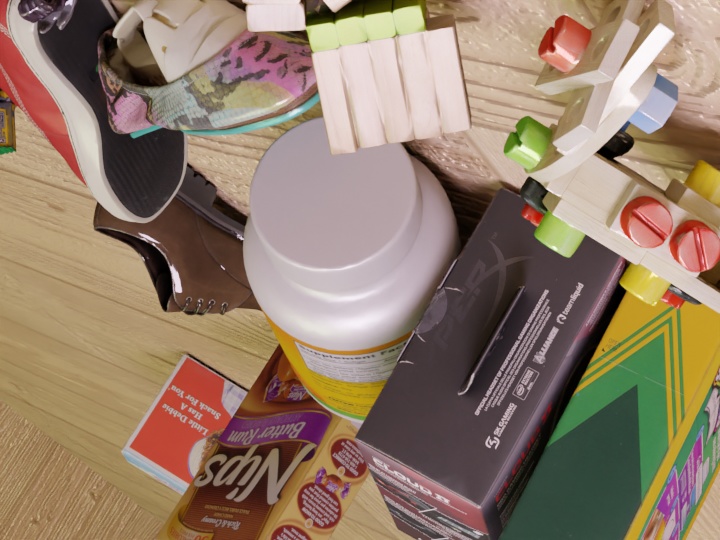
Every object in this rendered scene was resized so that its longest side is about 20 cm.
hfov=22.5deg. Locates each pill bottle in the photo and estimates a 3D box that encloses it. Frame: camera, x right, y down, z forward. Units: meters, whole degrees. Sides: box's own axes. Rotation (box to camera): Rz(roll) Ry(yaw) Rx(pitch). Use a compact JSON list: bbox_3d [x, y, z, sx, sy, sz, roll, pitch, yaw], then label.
[{"bbox_3d":[0.000,0.000,0.949,0.111,0.111,0.200,27,164,18],"label":"pill bottle"}]

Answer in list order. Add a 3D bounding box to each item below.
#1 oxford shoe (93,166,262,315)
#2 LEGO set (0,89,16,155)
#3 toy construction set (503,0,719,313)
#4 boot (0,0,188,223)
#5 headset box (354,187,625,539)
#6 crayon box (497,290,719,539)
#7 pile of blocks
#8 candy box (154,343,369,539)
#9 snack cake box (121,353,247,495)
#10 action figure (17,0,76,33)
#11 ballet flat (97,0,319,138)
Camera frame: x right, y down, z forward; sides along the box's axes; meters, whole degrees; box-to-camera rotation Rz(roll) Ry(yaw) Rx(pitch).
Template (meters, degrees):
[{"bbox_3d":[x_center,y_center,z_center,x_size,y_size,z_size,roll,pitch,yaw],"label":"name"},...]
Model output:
[{"bbox_3d":[-0.096,0.004,1.215,0.199,0.085,0.073,36,163,-18],"label":"oxford shoe"},{"bbox_3d":[-0.297,-0.140,1.160,0.152,0.117,0.200,-4,176,8],"label":"LEGO set"},{"bbox_3d":[0.126,-0.016,0.683,0.200,0.092,0.131,45,-173,-15],"label":"toy construction set"},{"bbox_3d":[-0.187,-0.116,1.050,0.144,0.073,0.201,23,154,33],"label":"boot"},{"bbox_3d":[0.072,0.063,0.929,0.075,0.149,0.200,26,164,17],"label":"headset box"},{"bbox_3d":[0.133,0.115,0.922,0.058,0.173,0.200,23,163,19],"label":"crayon box"},{"bbox_3d":[-0.023,-0.136,0.700,0.200,0.082,0.062,50,-158,-25],"label":"pile of blocks"},{"bbox_3d":[-0.053,0.141,1.330,0.116,0.201,0.056,12,156,51],"label":"candy box"},{"bbox_3d":[-0.118,0.185,1.766,0.199,0.115,0.067,31,166,6],"label":"snack cake box"},{"bbox_3d":[-0.173,-0.171,0.847,0.130,0.070,0.200,33,169,-22],"label":"action figure"},{"bbox_3d":[-0.087,-0.105,0.905,0.071,0.069,0.200,59,157,-18],"label":"ballet flat"}]
